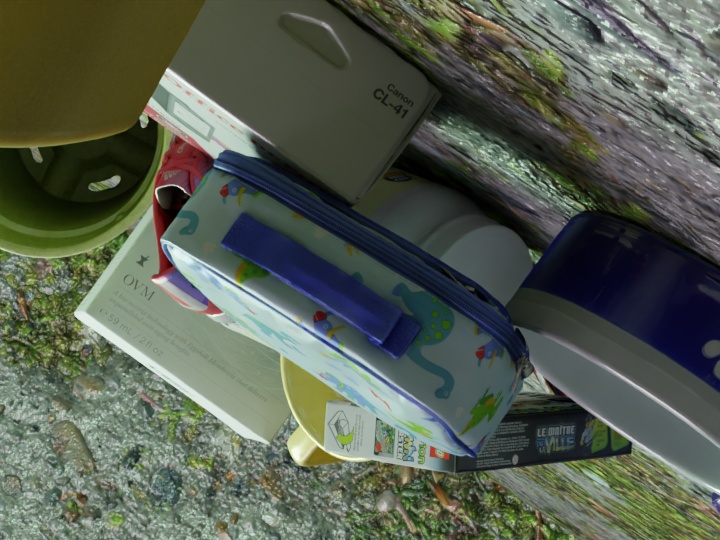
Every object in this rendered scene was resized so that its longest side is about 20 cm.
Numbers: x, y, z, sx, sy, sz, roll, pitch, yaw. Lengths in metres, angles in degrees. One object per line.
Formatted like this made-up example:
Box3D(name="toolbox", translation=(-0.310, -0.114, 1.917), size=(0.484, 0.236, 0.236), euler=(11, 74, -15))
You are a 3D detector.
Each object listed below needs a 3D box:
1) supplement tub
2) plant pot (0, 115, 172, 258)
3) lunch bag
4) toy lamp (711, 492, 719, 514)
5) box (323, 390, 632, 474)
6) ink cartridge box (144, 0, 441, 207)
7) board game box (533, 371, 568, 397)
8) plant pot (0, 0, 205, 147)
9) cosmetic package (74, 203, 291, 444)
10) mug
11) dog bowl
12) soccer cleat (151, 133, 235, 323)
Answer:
Box3D(name="supplement tub", translation=(0.000, 0.000, 1.297), size=(0.200, 0.145, 0.145), euler=(23, 167, 39))
Box3D(name="plant pot", translation=(-0.241, -0.115, 1.621), size=(0.200, 0.200, 0.184), euler=(35, -176, 0))
Box3D(name="lunch bag", translation=(-0.005, 0.019, 1.074), size=(0.200, 0.082, 0.161), euler=(31, 173, 19))
Box3D(name="toy lamp", translation=(0.356, 0.219, 1.490), size=(0.200, 0.058, 0.058), euler=(36, 173, -3))
Box3D(name="box", translation=(0.082, 0.105, 1.304), size=(0.110, 0.035, 0.200), euler=(6, -177, 41))
Box3D(name="ink cartridge box", translation=(-0.051, -0.102, 1.133), size=(0.148, 0.086, 0.200), euler=(36, 174, -5))
Box3D(name="board game box", translation=(0.126, 0.051, 1.435), size=(0.103, 0.019, 0.200), euler=(58, 180, 17))
Box3D(name="plant pot", translation=(-0.159, -0.164, 0.856), size=(0.200, 0.200, 0.176), euler=(32, -176, 27))
Box3D(name="cosmetic package", translation=(-0.112, 0.015, 1.738), size=(0.199, 0.200, 0.123), euler=(36, 171, -9))
Box3D(name="mug", translation=(0.028, 0.072, 1.573), size=(0.186, 0.150, 0.153), euler=(-13, 174, 42))
Box3D(name="dog bowl", translation=(0.181, 0.054, 1.117), size=(0.200, 0.079, 0.200), euler=(35, 173, 5))
Box3D(name="soccer cleat", translation=(-0.099, -0.067, 1.250), size=(0.068, 0.200, 0.073), euler=(-22, 149, 36))
